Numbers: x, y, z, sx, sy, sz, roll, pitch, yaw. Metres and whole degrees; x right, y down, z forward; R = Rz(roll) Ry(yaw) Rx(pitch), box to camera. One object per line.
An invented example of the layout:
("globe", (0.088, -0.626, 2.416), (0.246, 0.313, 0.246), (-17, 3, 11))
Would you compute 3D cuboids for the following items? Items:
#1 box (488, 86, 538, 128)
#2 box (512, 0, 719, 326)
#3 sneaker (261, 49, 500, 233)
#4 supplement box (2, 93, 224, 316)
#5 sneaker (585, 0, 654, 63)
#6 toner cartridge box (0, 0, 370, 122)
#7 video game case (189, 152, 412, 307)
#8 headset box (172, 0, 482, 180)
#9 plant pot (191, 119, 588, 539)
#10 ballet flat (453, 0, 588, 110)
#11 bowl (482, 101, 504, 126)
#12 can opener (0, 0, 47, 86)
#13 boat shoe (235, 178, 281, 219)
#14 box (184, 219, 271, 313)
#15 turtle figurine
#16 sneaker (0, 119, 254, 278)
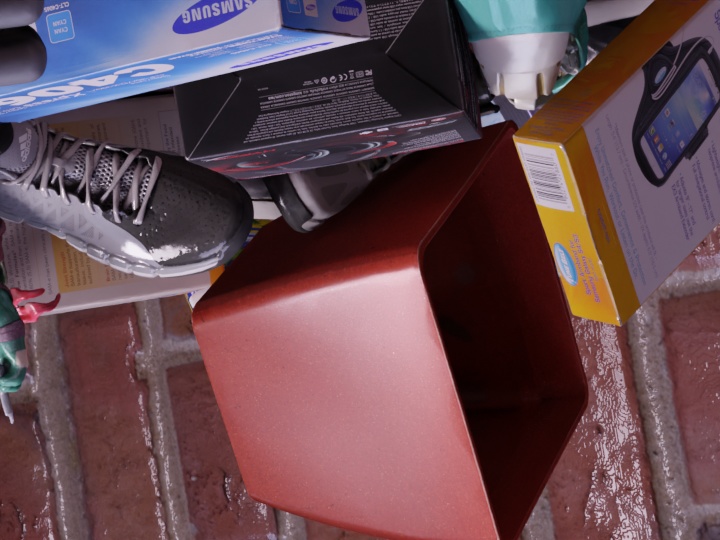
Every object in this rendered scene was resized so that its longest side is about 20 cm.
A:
("box", (0.142, -0.072, 1.623), (0.041, 0.039, 0.200), (28, 162, 41))
("box", (0.169, -0.078, 1.317), (0.041, 0.120, 0.200), (11, -137, 42))
("sneaker", (0.015, -0.095, 1.467), (0.115, 0.076, 0.201), (-22, -166, 26))
("supplement box", (-0.195, -0.036, 1.517), (0.198, 0.127, 0.073), (-8, 179, -25))
("sneaker", (0.207, -0.114, 1.416), (0.199, 0.113, 0.073), (-10, 180, 33))
("toner cartridge box", (-0.105, -0.109, 1.125), (0.199, 0.044, 0.095), (-11, 178, 25))
("video game case", (0.000, 0.000, 1.619), (0.199, 0.018, 0.143), (-37, 136, 3))
("headset box", (-0.013, -0.100, 1.312), (0.147, 0.076, 0.200), (-9, 178, 5))
("plant pot", (0.012, 0.046, 1.488), (0.175, 0.201, 0.200), (-7, -157, 24))
("ballet flat", (0.090, -0.121, 1.271), (0.067, 0.071, 0.200), (-4, 178, 11))
("bowl", (0.067, -0.071, 1.689), (0.199, 0.201, 0.108), (-8, -140, -26))
("can opener", (-0.230, -0.097, 1.002), (0.198, 0.053, 0.067), (-7, -148, -14))
("boat shoe", (-0.135, -0.072, 1.681), (0.198, 0.061, 0.074), (5, -176, 7))
("box", (-0.101, -0.020, 1.745), (0.064, 0.071, 0.200), (-10, -147, -12))
("turtle figurine", (-0.248, -0.002, 1.382), (0.149, 0.101, 0.201), (13, 143, 18))
("sneaker", (-0.166, -0.053, 1.377), (0.198, 0.076, 0.115), (12, 169, 19))
